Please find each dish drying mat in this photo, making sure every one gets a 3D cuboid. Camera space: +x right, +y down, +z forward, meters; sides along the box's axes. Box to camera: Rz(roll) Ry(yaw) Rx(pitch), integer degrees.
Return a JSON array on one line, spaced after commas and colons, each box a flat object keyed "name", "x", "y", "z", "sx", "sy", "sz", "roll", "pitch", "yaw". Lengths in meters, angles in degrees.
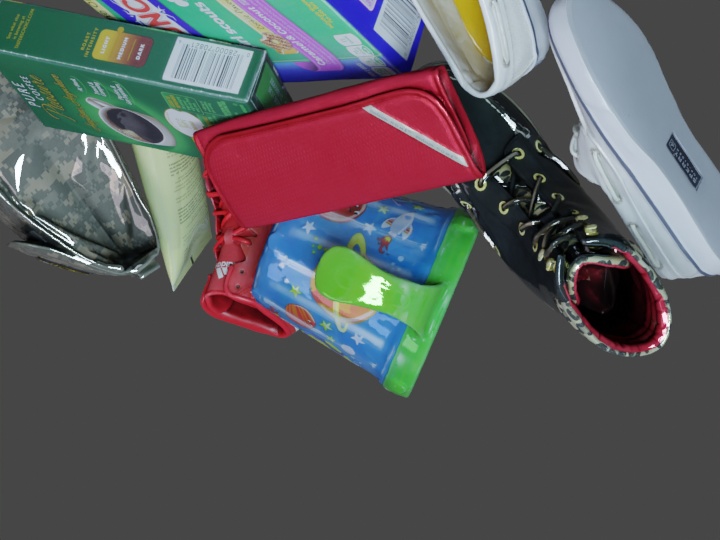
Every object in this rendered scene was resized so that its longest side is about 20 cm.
[{"name": "dish drying mat", "x": -0.017, "y": -0.073, "z": 1.041, "sx": 0.199, "sy": 0.018, "sz": 0.077, "roll": -11, "pitch": 117, "yaw": 37}]

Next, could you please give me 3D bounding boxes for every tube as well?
[{"name": "tube", "x": -0.149, "y": -0.086, "z": 1.271, "sx": 0.052, "sy": 0.058, "sz": 0.201, "roll": 41, "pitch": 149, "yaw": 49}]

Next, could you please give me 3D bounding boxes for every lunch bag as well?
[{"name": "lunch bag", "x": -0.239, "y": -0.070, "z": 1.299, "sx": 0.200, "sy": 0.117, "sz": 0.164, "roll": 52, "pitch": 169, "yaw": -9}]

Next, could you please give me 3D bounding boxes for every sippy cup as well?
[{"name": "sippy cup", "x": 0.000, "y": 0.000, "z": 1.143, "sx": 0.130, "sy": 0.140, "sz": 0.178, "roll": 23, "pitch": 149, "yaw": 3}]

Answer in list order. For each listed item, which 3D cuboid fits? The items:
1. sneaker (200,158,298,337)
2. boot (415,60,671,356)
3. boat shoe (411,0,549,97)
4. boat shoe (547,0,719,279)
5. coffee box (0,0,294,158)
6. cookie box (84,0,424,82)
[{"name": "sneaker", "x": -0.086, "y": -0.041, "z": 1.221, "sx": 0.200, "sy": 0.116, "sz": 0.078, "roll": 54, "pitch": 141, "yaw": -9}, {"name": "boot", "x": 0.109, "y": -0.039, "z": 1.024, "sx": 0.204, "sy": 0.073, "sz": 0.154, "roll": 51, "pitch": -179, "yaw": -16}, {"name": "boat shoe", "x": 0.045, "y": -0.196, "z": 1.005, "sx": 0.071, "sy": 0.070, "sz": 0.201, "roll": -7, "pitch": 117, "yaw": 44}, {"name": "boat shoe", "x": 0.161, "y": -0.078, "z": 1.011, "sx": 0.066, "sy": 0.072, "sz": 0.200, "roll": -18, "pitch": 118, "yaw": 43}, {"name": "coffee box", "x": -0.145, "y": -0.124, "z": 1.135, "sx": 0.199, "sy": 0.044, "sz": 0.123, "roll": 12, "pitch": 162, "yaw": 18}, {"name": "cookie box", "x": -0.081, "y": -0.191, "z": 1.065, "sx": 0.199, "sy": 0.076, "sz": 0.171, "roll": 4, "pitch": 157, "yaw": 41}]
